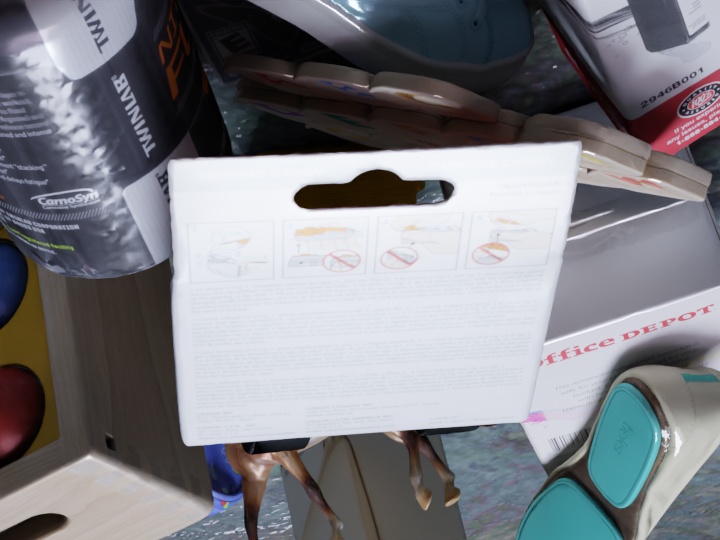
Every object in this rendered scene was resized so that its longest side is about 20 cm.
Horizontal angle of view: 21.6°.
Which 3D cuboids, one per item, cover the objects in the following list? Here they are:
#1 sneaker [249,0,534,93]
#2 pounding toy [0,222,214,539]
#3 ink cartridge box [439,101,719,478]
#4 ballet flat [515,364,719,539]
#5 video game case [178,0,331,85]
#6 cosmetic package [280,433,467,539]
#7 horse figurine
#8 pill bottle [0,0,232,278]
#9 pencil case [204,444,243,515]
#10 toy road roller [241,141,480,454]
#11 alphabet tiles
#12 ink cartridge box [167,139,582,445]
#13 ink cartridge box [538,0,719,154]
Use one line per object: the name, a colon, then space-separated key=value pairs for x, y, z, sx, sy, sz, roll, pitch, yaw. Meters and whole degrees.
sneaker: x=0.013 y=-0.129 z=0.735 sx=0.199 sy=0.074 sz=0.082 roll=16 pitch=139 yaw=-43
pounding toy: x=-0.199 y=0.079 z=0.916 sx=0.199 sy=0.185 sz=0.142 roll=-27 pitch=147 yaw=20
ink cartridge box: x=0.126 y=0.006 z=0.989 sx=0.128 sy=0.126 sz=0.200 roll=-18 pitch=149 yaw=7
ballet flat: x=0.142 y=0.112 z=0.991 sx=0.069 sy=0.070 sz=0.200 roll=-2 pitch=147 yaw=-20
video game case: x=0.007 y=-0.162 z=0.771 sx=0.199 sy=0.023 sz=0.182 roll=-18 pitch=149 yaw=6
cosmetic package: x=0.017 y=0.188 z=1.167 sx=0.073 sy=0.201 sz=0.104 roll=2 pitch=144 yaw=-26
horse figurine: x=-0.016 y=0.092 z=1.092 sx=0.199 sy=0.133 sz=0.050 roll=-21 pitch=165 yaw=-26
pill bottle: x=-0.122 y=-0.092 z=0.734 sx=0.106 sy=0.107 sz=0.200 roll=-15 pitch=145 yaw=2
pencil case: x=-0.163 y=0.135 z=1.123 sx=0.199 sy=0.078 sz=0.087 roll=-26 pitch=164 yaw=18
toy road roller: x=-0.015 y=0.008 z=0.970 sx=0.122 sy=0.147 sz=0.200 roll=-5 pitch=-175 yaw=-14
alphabet tiles: x=0.045 y=-0.057 z=0.809 sx=0.199 sy=0.015 sz=0.195 roll=13 pitch=178 yaw=40
ink cartridge box: x=0.000 y=0.000 z=0.785 sx=0.159 sy=0.047 sz=0.200 roll=-3 pitch=143 yaw=-5
ink cartridge box: x=0.136 y=-0.150 z=0.751 sx=0.144 sy=0.084 sz=0.200 roll=-32 pitch=148 yaw=4
